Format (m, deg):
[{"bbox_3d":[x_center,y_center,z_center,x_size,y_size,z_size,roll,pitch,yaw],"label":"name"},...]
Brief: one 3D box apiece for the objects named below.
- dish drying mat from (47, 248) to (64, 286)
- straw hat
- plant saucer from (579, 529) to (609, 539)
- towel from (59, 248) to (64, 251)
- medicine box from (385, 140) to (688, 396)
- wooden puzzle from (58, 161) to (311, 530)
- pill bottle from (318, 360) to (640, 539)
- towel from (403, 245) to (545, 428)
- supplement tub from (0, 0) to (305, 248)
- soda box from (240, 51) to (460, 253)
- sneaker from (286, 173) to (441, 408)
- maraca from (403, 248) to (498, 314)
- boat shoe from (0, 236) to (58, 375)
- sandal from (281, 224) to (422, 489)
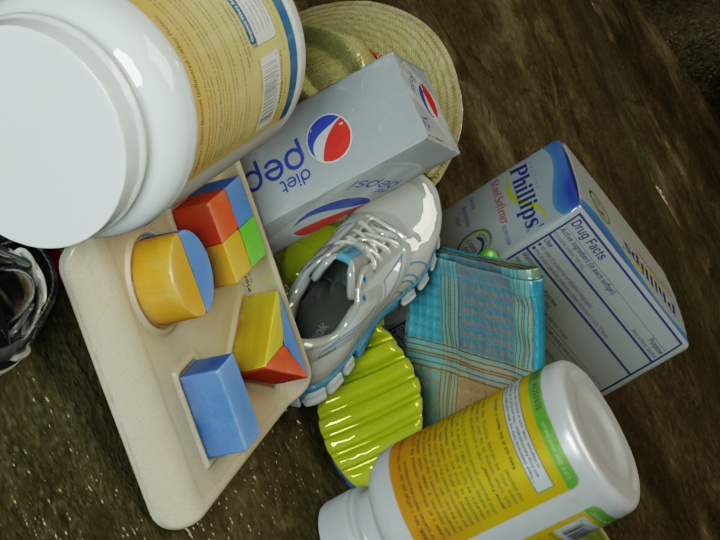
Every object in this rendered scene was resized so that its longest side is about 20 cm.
[{"bbox_3d":[-0.170,-0.013,1.206,0.200,0.018,0.077,47,25,-36],"label":"dish drying mat"},{"bbox_3d":[-0.023,-0.136,1.456,0.085,0.201,0.202,59,11,-62],"label":"straw hat"},{"bbox_3d":[0.183,0.282,1.647,0.200,0.048,0.200,56,20,-13],"label":"plant saucer"},{"bbox_3d":[-0.192,-0.061,1.166,0.200,0.018,0.086,39,33,-45],"label":"towel"},{"bbox_3d":[0.137,0.026,1.640,0.182,0.200,0.103,48,18,-33],"label":"medicine box"},{"bbox_3d":[-0.090,0.031,1.196,0.200,0.046,0.186,-46,122,-59],"label":"wooden puzzle"},{"bbox_3d":[0.076,0.151,1.326,0.111,0.200,0.111,51,22,-29],"label":"pill bottle"},{"bbox_3d":[0.078,0.086,1.419,0.022,0.146,0.201,-6,101,-37],"label":"towel"},{"bbox_3d":[-0.132,-0.104,1.106,0.145,0.144,0.200,59,33,-7],"label":"supplement tub"},{"bbox_3d":[-0.038,-0.067,1.336,0.063,0.200,0.068,17,48,-65],"label":"soda box"},{"bbox_3d":[0.000,0.000,1.365,0.200,0.075,0.087,-58,168,-28],"label":"sneaker"},{"bbox_3d":[0.088,0.085,1.537,0.137,0.107,0.201,-10,99,-33],"label":"maraca"},{"bbox_3d":[-0.197,0.017,1.034,0.074,0.060,0.200,61,19,-2],"label":"boat shoe"},{"bbox_3d":[-0.003,0.069,1.436,0.087,0.079,0.201,90,-12,-71],"label":"sandal"}]
